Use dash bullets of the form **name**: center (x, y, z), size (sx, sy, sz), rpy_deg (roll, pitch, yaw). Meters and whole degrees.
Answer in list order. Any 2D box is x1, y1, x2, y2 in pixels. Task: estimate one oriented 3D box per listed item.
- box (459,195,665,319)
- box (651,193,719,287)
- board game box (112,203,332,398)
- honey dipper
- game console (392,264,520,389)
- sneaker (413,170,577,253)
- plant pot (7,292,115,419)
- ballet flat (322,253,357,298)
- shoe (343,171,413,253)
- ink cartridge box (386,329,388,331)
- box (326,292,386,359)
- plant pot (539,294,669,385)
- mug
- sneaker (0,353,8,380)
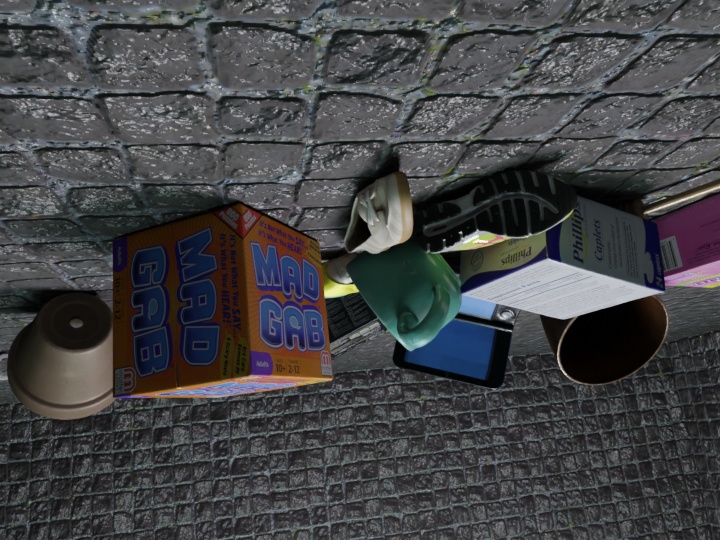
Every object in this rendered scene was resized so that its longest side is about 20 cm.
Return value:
- **box**: center (0.269, -0.016, 0.813), size (0.199, 0.105, 0.184), rpy_deg (13, 159, -22)
- **box**: center (0.564, -0.042, 0.924), size (0.199, 0.097, 0.176), rpy_deg (2, 163, -30)
- **board game box**: center (-0.177, 0.056, 0.775), size (0.199, 0.201, 0.200), rpy_deg (-12, 165, 22)
- **honey dipper**: center (0.421, -0.097, 0.773), size (0.038, 0.038, 0.200), rpy_deg (6, 160, -39)
- **game console**: center (0.168, 0.093, 1.008), size (0.199, 0.119, 0.171), rpy_deg (12, 139, 4)
- **sneaker**: center (0.167, -0.069, 0.721), size (0.200, 0.078, 0.090), rpy_deg (-10, 174, 36)
- **plant pot**: center (-0.485, 0.129, 1.001), size (0.200, 0.201, 0.175), rpy_deg (2, 147, -29)
- **ballet flat**: center (0.000, 0.000, 0.936), size (0.199, 0.067, 0.067), rpy_deg (-2, 144, -28)
- **shoe**: center (0.018, -0.057, 0.688), size (0.053, 0.070, 0.200), rpy_deg (-12, 169, -11)
- **ink cartridge box**: center (0.161, 0.076, 1.243), size (0.199, 0.076, 0.148), rpy_deg (0, 164, -27)
- **box**: center (-0.060, 0.116, 1.156), size (0.200, 0.086, 0.164), rpy_deg (-28, 164, 1)
- **plant pot**: center (0.384, 0.059, 1.015), size (0.186, 0.200, 0.187), rpy_deg (-5, 122, -8)
- **mug**: center (0.077, 0.029, 0.816), size (0.114, 0.185, 0.152), rpy_deg (-38, 148, 5)
- **sneaker**: center (-0.899, 0.224, 1.356), size (0.099, 0.078, 0.200), rpy_deg (-3, 164, 1)
